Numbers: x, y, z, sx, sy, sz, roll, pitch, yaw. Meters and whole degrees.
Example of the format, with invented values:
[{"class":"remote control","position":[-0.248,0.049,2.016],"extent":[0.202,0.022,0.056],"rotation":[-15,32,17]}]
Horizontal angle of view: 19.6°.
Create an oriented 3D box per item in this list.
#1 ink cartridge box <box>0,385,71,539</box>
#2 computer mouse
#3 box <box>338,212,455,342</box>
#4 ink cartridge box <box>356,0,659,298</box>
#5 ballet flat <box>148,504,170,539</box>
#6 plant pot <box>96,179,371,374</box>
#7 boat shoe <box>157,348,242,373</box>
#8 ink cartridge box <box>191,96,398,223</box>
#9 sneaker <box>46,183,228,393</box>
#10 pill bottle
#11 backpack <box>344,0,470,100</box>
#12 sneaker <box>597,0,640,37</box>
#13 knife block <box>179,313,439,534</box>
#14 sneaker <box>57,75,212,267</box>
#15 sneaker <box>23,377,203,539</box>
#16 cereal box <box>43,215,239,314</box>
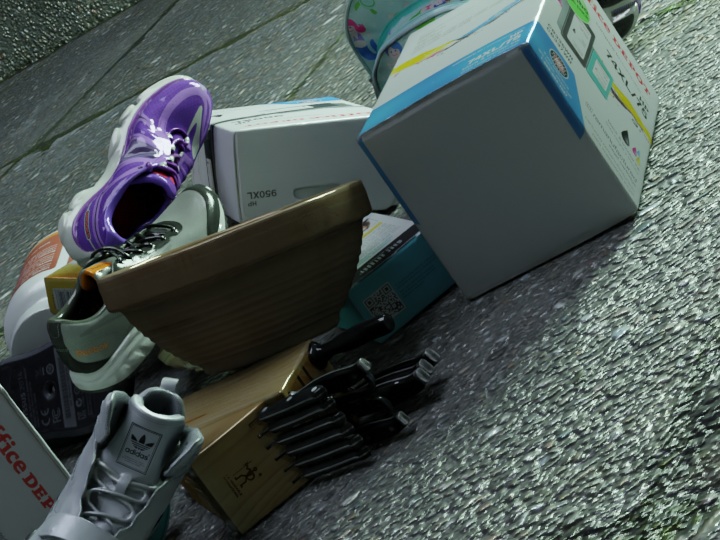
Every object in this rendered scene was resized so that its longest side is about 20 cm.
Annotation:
[{"class":"ink cartridge box","position":[-0.310,0.184,1.514],"extent":[0.200,0.144,0.084],"rotation":[-37,16,-7]},{"class":"computer mouse","position":[-0.257,0.099,1.744],"extent":[0.200,0.139,0.053],"rotation":[-12,-12,35]},{"class":"box","position":[0.000,0.000,1.588],"extent":[0.082,0.049,0.200],"rotation":[-39,16,-11]},{"class":"ink cartridge box","position":[0.112,-0.110,1.501],"extent":[0.146,0.147,0.200],"rotation":[-28,18,24]},{"class":"ballet flat","position":[-0.181,0.205,1.353],"extent":[0.075,0.068,0.200],"rotation":[-38,17,24]},{"class":"plant pot","position":[-0.076,0.013,1.456],"extent":[0.201,0.093,0.201],"rotation":[-22,4,1]},{"class":"boat shoe","position":[-0.110,0.053,1.636],"extent":[0.072,0.065,0.200],"rotation":[-51,2,-19]},{"class":"ink cartridge box","position":[-0.062,-0.100,1.840],"extent":[0.144,0.084,0.200],"rotation":[-8,11,-15]},{"class":"sneaker","position":[-0.175,0.002,1.648],"extent":[0.074,0.079,0.200],"rotation":[3,48,42]},{"class":"pill bottle","position":[-0.264,0.040,1.889],"extent":[0.112,0.112,0.200],"rotation":[-32,16,9]},{"class":"backpack","position":[0.086,-0.190,1.686],"extent":[0.177,0.200,0.151],"rotation":[-25,19,28]},{"class":"sneaker","position":[0.173,-0.228,1.824],"extent":[0.083,0.081,0.200],"rotation":[-31,14,-34]},{"class":"knife block","position":[-0.045,0.091,1.396],"extent":[0.175,0.064,0.200],"rotation":[-38,16,-13]},{"class":"sneaker","position":[-0.171,-0.080,1.749],"extent":[0.083,0.081,0.200],"rotation":[-9,46,47]},{"class":"sneaker","position":[-0.158,0.144,1.269],"extent":[0.115,0.075,0.200],"rotation":[-63,-1,28]},{"class":"cereal box","position":[-0.161,-0.010,1.809],"extent":[0.144,0.040,0.200],"rotation":[0,20,26]}]
